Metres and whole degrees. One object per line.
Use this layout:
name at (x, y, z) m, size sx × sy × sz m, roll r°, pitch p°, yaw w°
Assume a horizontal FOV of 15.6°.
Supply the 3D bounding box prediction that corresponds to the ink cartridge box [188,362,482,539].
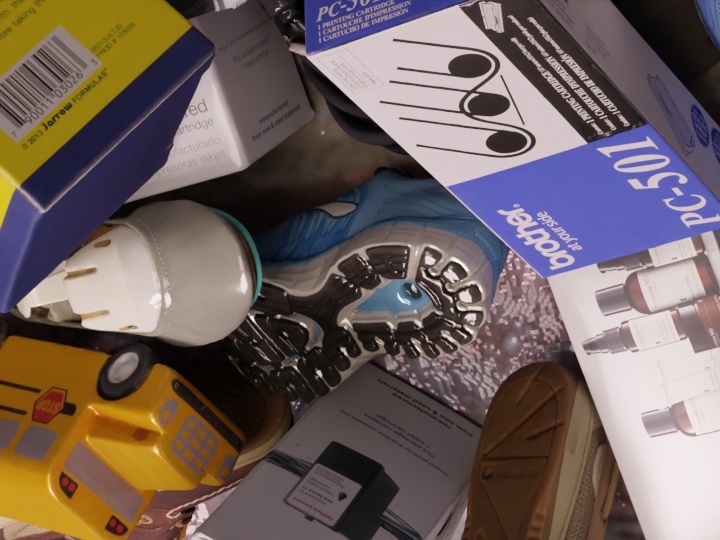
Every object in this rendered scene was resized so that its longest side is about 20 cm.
ink cartridge box at (-0.028, 0.150, 1.182) m, size 0.083 × 0.200 × 0.147 m, roll 30°, pitch 119°, yaw 9°

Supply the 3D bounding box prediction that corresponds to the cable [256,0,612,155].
cable at (0.034, -0.136, 1.105) m, size 0.200 × 0.051 × 0.163 m, roll -29°, pitch 83°, yaw 37°

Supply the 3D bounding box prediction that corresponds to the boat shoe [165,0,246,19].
boat shoe at (-0.101, -0.193, 1.069) m, size 0.057 × 0.069 × 0.200 m, roll -22°, pitch 105°, yaw -5°

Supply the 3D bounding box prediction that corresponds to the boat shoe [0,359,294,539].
boat shoe at (-0.109, 0.101, 1.282) m, size 0.200 × 0.072 × 0.072 m, roll -18°, pitch 133°, yaw 26°

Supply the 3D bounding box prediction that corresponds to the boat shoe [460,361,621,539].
boat shoe at (0.075, 0.143, 1.158) m, size 0.071 × 0.064 × 0.200 m, roll 5°, pitch 71°, yaw 49°

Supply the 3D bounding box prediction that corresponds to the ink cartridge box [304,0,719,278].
ink cartridge box at (0.068, -0.068, 1.044) m, size 0.094 × 0.044 × 0.200 m, roll -16°, pitch 147°, yaw 25°

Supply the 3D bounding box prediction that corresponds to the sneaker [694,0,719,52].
sneaker at (0.204, -0.059, 1.056) m, size 0.079 × 0.089 × 0.200 m, roll -36°, pitch 99°, yaw 20°

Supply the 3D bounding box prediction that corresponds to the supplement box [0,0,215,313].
supplement box at (-0.175, -0.101, 1.080) m, size 0.200 × 0.110 × 0.109 m, roll 42°, pitch 153°, yaw 4°

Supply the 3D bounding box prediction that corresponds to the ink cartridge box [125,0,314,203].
ink cartridge box at (-0.129, -0.132, 1.181) m, size 0.145 × 0.084 × 0.200 m, roll -14°, pitch 104°, yaw 26°

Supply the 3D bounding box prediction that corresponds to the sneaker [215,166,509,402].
sneaker at (0.000, 0.000, 1.187) m, size 0.200 × 0.090 × 0.078 m, roll -9°, pitch 123°, yaw 45°

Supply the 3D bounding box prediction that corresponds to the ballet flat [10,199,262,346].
ballet flat at (-0.114, 0.006, 1.187) m, size 0.200 × 0.064 × 0.068 m, roll 3°, pitch 109°, yaw 60°

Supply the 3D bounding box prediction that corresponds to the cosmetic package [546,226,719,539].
cosmetic package at (0.153, 0.066, 1.160) m, size 0.082 × 0.051 × 0.200 m, roll -16°, pitch 103°, yaw 28°

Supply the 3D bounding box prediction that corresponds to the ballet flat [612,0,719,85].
ballet flat at (0.151, -0.157, 1.081) m, size 0.067 × 0.046 × 0.200 m, roll 14°, pitch 126°, yaw -17°

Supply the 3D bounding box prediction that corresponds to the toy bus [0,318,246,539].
toy bus at (-0.149, 0.075, 1.228) m, size 0.200 × 0.078 × 0.065 m, roll 9°, pitch 150°, yaw 44°
